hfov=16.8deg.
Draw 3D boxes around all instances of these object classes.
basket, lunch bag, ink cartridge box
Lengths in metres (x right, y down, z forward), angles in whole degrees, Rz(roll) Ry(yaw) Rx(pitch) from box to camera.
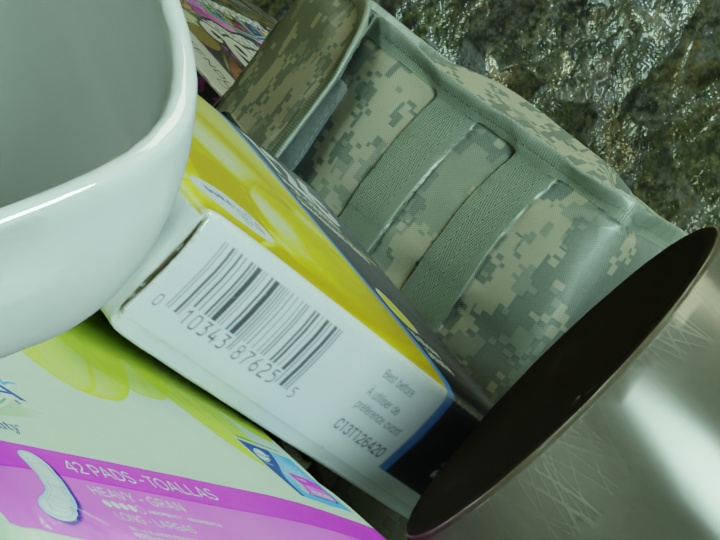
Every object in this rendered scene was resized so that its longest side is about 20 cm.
[{"bbox_3d":[0.119,0.098,0.619,0.200,0.180,0.136,44,-27,-3],"label":"basket"},{"bbox_3d":[0.000,0.000,0.854,0.200,0.164,0.118,39,7,32],"label":"lunch bag"},{"bbox_3d":[-0.051,-0.023,0.691,0.200,0.047,0.198,52,9,36],"label":"ink cartridge box"}]

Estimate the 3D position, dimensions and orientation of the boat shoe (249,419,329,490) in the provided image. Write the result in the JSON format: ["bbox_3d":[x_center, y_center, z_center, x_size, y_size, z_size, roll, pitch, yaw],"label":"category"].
[{"bbox_3d":[-0.055,0.033,0.716,0.200,0.063,0.073,43,-9,9],"label":"boat shoe"}]

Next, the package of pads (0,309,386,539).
[{"bbox_3d":[-0.082,0.049,0.559,0.154,0.068,0.200,39,8,29],"label":"package of pads"}]

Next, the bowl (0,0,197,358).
[{"bbox_3d":[-0.142,-0.039,0.469,0.075,0.199,0.200,93,-24,-46],"label":"bowl"}]

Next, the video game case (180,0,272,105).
[{"bbox_3d":[-0.028,-0.050,1.044,0.181,0.036,0.200,49,13,22],"label":"video game case"}]
